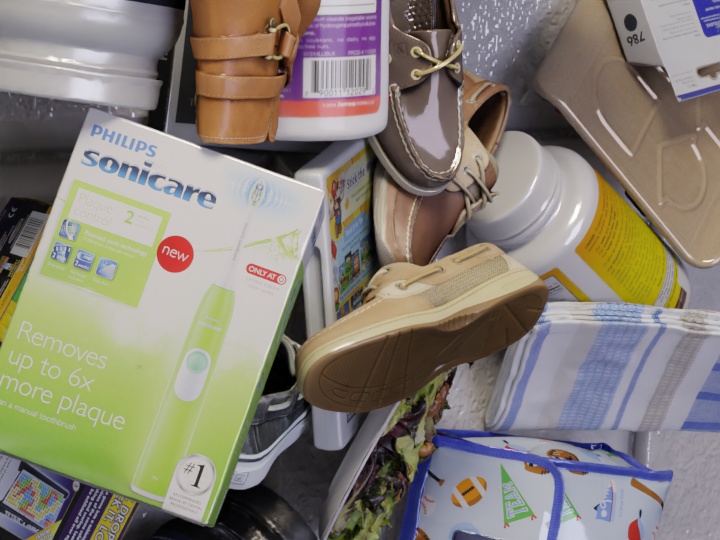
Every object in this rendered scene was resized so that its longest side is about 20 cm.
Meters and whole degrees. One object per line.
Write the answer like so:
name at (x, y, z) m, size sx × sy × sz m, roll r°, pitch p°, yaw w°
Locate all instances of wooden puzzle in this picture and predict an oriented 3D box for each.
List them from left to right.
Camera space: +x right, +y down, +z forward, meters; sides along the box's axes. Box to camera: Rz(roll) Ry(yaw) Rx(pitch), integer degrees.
wooden puzzle at (0.222, -0.124, 1.689) m, size 0.200 × 0.046 × 0.186 m, roll 45°, pitch 52°, yaw -18°

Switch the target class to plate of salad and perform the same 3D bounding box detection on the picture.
plate of salad at (0.027, 0.118, 1.524) m, size 0.201 × 0.048 × 0.200 m, roll -58°, pitch 173°, yaw -12°

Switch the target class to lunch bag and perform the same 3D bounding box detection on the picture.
lunch bag at (0.117, 0.209, 1.654) m, size 0.199 × 0.124 × 0.171 m, roll 10°, pitch 92°, yaw -31°

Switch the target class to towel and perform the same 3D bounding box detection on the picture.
towel at (0.198, 0.076, 1.653) m, size 0.198 × 0.024 × 0.147 m, roll 3°, pitch 140°, yaw -12°

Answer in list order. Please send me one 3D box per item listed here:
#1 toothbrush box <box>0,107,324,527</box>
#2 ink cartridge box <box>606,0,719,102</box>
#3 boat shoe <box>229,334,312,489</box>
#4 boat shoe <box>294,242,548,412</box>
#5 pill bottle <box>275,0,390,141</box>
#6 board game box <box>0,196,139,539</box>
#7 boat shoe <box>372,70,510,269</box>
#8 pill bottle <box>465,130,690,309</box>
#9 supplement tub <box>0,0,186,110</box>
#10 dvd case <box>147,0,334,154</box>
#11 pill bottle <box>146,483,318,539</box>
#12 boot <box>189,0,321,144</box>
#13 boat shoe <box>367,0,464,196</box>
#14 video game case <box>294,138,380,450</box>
toothbrush box at (-0.119, 0.029, 1.287) m, size 0.145 × 0.086 × 0.201 m, roll 20°, pitch 82°, yaw 1°
ink cartridge box at (0.221, -0.222, 1.664) m, size 0.099 × 0.039 × 0.201 m, roll -16°, pitch 86°, yaw -41°
boat shoe at (-0.059, 0.072, 1.420) m, size 0.072 × 0.200 × 0.071 m, roll 21°, pitch 109°, yaw -2°
boat shoe at (0.029, 0.033, 1.420) m, size 0.199 × 0.065 × 0.072 m, roll -17°, pitch 141°, yaw -39°
pill bottle at (-0.036, -0.186, 1.394) m, size 0.111 × 0.111 × 0.202 m, roll -9°, pitch 104°, yaw -42°
board game box at (-0.192, 0.083, 1.377) m, size 0.165 × 0.056 × 0.201 m, roll 41°, pitch 70°, yaw -42°
boat shoe at (0.057, -0.067, 1.516) m, size 0.076 × 0.071 × 0.201 m, roll 73°, pitch 26°, yaw -45°
pill bottle at (0.151, -0.017, 1.641) m, size 0.200 × 0.109 × 0.110 m, roll 41°, pitch 71°, yaw -41°
supplement tub at (-0.164, -0.200, 1.284) m, size 0.140 × 0.140 × 0.202 m, roll 3°, pitch 96°, yaw -43°
dvd case at (-0.066, -0.179, 1.462) m, size 0.150 × 0.025 × 0.202 m, roll 1°, pitch 97°, yaw -43°
pill bottle at (-0.117, 0.230, 1.439) m, size 0.200 × 0.111 × 0.112 m, roll -43°, pitch 125°, yaw -28°
boot at (-0.079, -0.150, 1.249) m, size 0.200 × 0.076 × 0.157 m, roll -1°, pitch 104°, yaw -74°
boat shoe at (0.034, -0.151, 1.459) m, size 0.071 × 0.059 × 0.202 m, roll -6°, pitch 83°, yaw -32°
video game case at (0.000, 0.000, 1.496) m, size 0.200 × 0.023 × 0.183 m, roll -44°, pitch 133°, yaw -67°
